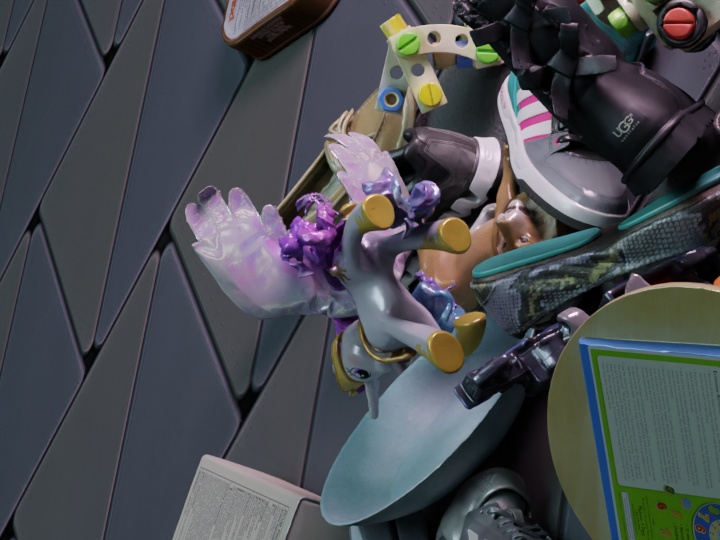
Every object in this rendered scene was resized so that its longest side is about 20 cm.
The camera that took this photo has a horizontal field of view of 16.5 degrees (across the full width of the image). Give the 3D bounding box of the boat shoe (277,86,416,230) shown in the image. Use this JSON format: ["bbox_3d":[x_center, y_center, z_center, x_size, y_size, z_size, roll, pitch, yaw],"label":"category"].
[{"bbox_3d":[-0.023,-0.070,1.985,0.201,0.063,0.073,-54,30,30],"label":"boat shoe"}]

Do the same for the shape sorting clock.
[{"bbox_3d":[0.190,0.099,1.335,0.200,0.039,0.200,18,122,32],"label":"shape sorting clock"}]

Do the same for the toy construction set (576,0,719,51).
[{"bbox_3d":[0.205,-0.214,1.549,0.200,0.092,0.131,-41,77,30],"label":"toy construction set"}]

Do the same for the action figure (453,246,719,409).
[{"bbox_3d":[0.163,0.053,1.432,0.105,0.200,0.193,59,161,12],"label":"action figure"}]

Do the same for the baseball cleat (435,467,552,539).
[{"bbox_3d":[0.094,0.172,1.568,0.200,0.070,0.106,-16,58,59],"label":"baseball cleat"}]

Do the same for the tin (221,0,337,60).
[{"bbox_3d":[-0.066,-0.262,2.244,0.200,0.042,0.112,-27,44,55],"label":"tin"}]

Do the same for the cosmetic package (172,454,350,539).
[{"bbox_3d":[-0.070,0.208,1.864,0.200,0.073,0.104,15,85,64],"label":"cosmetic package"}]

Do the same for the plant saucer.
[{"bbox_3d":[0.056,0.106,1.678,0.201,0.039,0.201,-43,15,14],"label":"plant saucer"}]

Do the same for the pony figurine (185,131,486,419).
[{"bbox_3d":[0.000,0.000,1.662,0.193,0.167,0.200,64,155,1],"label":"pony figurine"}]

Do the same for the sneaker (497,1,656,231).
[{"bbox_3d":[0.154,-0.118,1.653,0.200,0.084,0.121,-108,35,-54],"label":"sneaker"}]

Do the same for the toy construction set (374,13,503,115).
[{"bbox_3d":[0.055,-0.219,1.833,0.092,0.131,0.200,-101,-2,-72],"label":"toy construction set"}]

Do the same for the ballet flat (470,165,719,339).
[{"bbox_3d":[0.167,-0.006,1.547,0.200,0.072,0.072,-23,47,24],"label":"ballet flat"}]

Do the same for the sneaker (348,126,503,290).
[{"bbox_3d":[0.019,-0.042,1.848,0.200,0.090,0.066,-49,32,38],"label":"sneaker"}]

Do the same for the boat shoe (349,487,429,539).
[{"bbox_3d":[0.026,0.235,1.680,0.200,0.072,0.062,-95,10,-48],"label":"boat shoe"}]

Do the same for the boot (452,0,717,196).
[{"bbox_3d":[0.135,-0.122,1.518,0.073,0.162,0.198,-47,-3,9],"label":"boot"}]

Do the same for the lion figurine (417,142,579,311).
[{"bbox_3d":[0.089,-0.012,1.716,0.200,0.072,0.123,-42,33,55],"label":"lion figurine"}]

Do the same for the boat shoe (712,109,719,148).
[{"bbox_3d":[0.261,-0.098,1.419,0.073,0.063,0.200,-55,24,-16],"label":"boat shoe"}]
